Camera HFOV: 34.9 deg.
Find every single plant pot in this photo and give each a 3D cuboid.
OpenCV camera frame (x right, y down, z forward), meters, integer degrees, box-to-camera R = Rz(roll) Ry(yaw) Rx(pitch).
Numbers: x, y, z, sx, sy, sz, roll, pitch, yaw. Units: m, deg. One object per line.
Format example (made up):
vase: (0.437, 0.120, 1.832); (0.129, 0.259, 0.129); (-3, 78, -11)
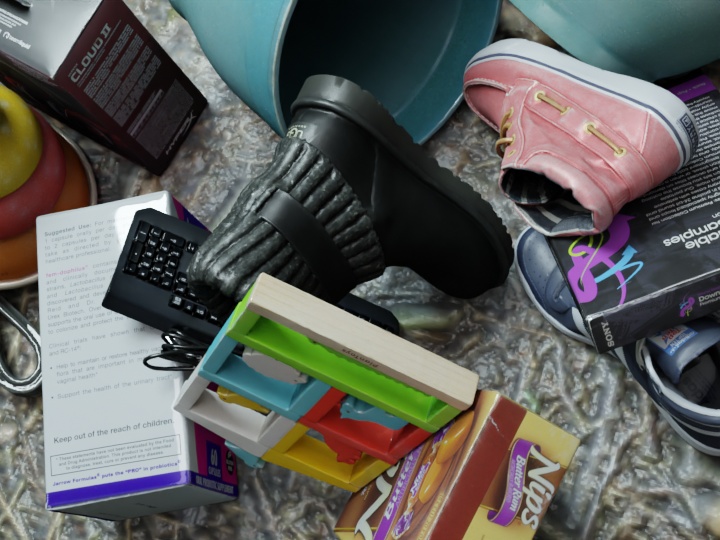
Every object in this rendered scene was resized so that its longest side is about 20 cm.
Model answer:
plant pot: (0.178, -0.201, 0.750); (0.200, 0.200, 0.134); (46, 112, 21)
plant pot: (-0.035, -0.198, 0.795); (0.200, 0.200, 0.188); (-49, 55, -3)

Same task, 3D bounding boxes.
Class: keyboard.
keyboard: (-0.063, 0.033, 0.742); (0.199, 0.040, 0.104); (22, 61, -17)

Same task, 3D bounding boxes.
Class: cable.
cable: (-0.297, 0.014, 0.881); (0.200, 0.050, 0.097); (38, 69, 8)

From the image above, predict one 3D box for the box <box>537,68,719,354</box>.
box: (0.183, -0.044, 0.717); (0.143, 0.036, 0.200); (-21, 35, 7)

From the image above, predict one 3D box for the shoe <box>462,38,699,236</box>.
shoe: (0.110, -0.085, 0.724); (0.091, 0.072, 0.200); (-40, 36, -15)

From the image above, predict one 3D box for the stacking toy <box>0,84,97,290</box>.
stacking toy: (-0.260, -0.083, 0.791); (0.145, 0.200, 0.147); (4, 68, -9)

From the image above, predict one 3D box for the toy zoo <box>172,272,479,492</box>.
toy zoo: (-0.032, 0.078, 0.670); (0.131, 0.200, 0.021); (26, 57, -9)

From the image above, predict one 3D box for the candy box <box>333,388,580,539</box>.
candy box: (0.047, 0.129, 0.668); (0.056, 0.200, 0.117); (29, 82, -6)

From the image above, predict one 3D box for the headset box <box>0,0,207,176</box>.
headset box: (-0.217, -0.161, 0.815); (0.148, 0.200, 0.075); (28, 82, 18)

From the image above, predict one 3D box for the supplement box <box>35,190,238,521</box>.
supplement box: (-0.154, 0.061, 0.788); (0.103, 0.101, 0.201); (-12, 72, 10)

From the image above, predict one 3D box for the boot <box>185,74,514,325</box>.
boot: (-0.002, 0.000, 0.715); (0.079, 0.211, 0.158); (-1, 57, 51)

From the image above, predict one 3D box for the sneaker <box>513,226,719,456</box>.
sneaker: (0.172, 0.028, 0.714); (0.070, 0.109, 0.200); (-44, 70, -2)
